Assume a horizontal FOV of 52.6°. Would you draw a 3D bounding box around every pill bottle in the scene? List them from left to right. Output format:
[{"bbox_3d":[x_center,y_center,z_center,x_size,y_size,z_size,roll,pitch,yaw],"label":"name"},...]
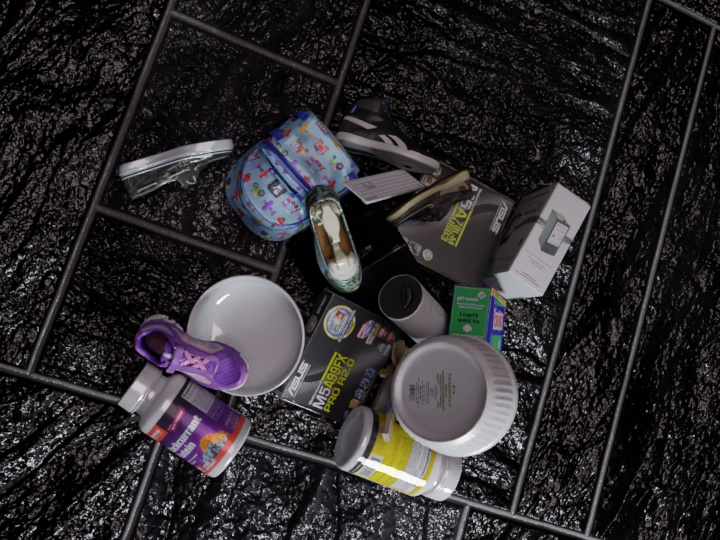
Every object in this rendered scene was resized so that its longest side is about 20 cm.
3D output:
[{"bbox_3d":[-0.291,0.240,1.197,0.200,0.111,0.111,37,77,-10],"label":"pill bottle"},{"bbox_3d":[0.066,0.319,1.253,0.200,0.114,0.114,26,79,-18],"label":"pill bottle"}]

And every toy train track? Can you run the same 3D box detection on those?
[{"bbox_3d":[0.048,0.200,1.233,0.032,0.115,0.200,-4,41,16],"label":"toy train track"}]

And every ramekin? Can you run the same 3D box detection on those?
[{"bbox_3d":[0.144,0.197,1.169,0.200,0.105,0.200,-6,76,25],"label":"ramekin"}]

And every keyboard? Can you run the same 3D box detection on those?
[{"bbox_3d":[0.044,-0.150,1.278,0.056,0.011,0.200,46,33,15],"label":"keyboard"}]

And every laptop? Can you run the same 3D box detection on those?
[{"bbox_3d":[0.000,0.000,1.327,0.187,0.116,0.200,-31,66,-1],"label":"laptop"}]

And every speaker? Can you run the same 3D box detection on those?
[{"bbox_3d":[0.104,0.079,1.274,0.081,0.200,0.081,-10,64,21],"label":"speaker"}]

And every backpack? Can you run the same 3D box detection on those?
[{"bbox_3d":[-0.127,-0.156,1.264,0.200,0.135,0.183,-38,96,-14],"label":"backpack"}]

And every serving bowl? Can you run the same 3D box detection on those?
[{"bbox_3d":[-0.186,0.108,1.227,0.200,0.066,0.200,0,89,6],"label":"serving bowl"}]

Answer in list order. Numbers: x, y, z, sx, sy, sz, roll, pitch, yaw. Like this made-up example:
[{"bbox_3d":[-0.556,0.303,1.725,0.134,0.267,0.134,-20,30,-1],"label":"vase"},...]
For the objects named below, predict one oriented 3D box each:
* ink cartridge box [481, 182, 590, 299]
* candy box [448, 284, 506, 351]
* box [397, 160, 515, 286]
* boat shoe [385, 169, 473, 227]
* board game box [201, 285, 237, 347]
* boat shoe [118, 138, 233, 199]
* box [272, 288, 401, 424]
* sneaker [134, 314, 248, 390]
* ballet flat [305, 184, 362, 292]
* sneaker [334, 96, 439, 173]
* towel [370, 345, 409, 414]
[{"bbox_3d":[0.324,-0.052,1.374,0.084,0.146,0.200,34,77,-9],"label":"ink cartridge box"},{"bbox_3d":[0.207,0.136,1.307,0.077,0.169,0.200,3,81,21],"label":"candy box"},{"bbox_3d":[0.170,-0.086,1.385,0.193,0.048,0.200,27,79,-8],"label":"box"},{"bbox_3d":[0.133,-0.120,1.305,0.200,0.073,0.065,-31,95,-28],"label":"boat shoe"},{"bbox_3d":[-0.191,0.113,1.283,0.200,0.019,0.103,26,81,-12],"label":"board game box"},{"bbox_3d":[-0.310,-0.174,1.255,0.200,0.072,0.071,-18,100,-6],"label":"boat shoe"},{"bbox_3d":[-0.038,0.154,1.273,0.160,0.044,0.200,29,87,-29],"label":"box"},{"bbox_3d":[-0.277,0.137,1.162,0.200,0.088,0.081,24,92,5],"label":"sneaker"},{"bbox_3d":[-0.043,-0.042,1.203,0.074,0.074,0.200,-27,113,-16],"label":"ballet flat"},{"bbox_3d":[0.062,-0.258,1.339,0.200,0.073,0.112,18,79,1],"label":"sneaker"},{"bbox_3d":[0.088,0.251,1.342,0.132,0.034,0.200,28,79,-13],"label":"towel"}]
